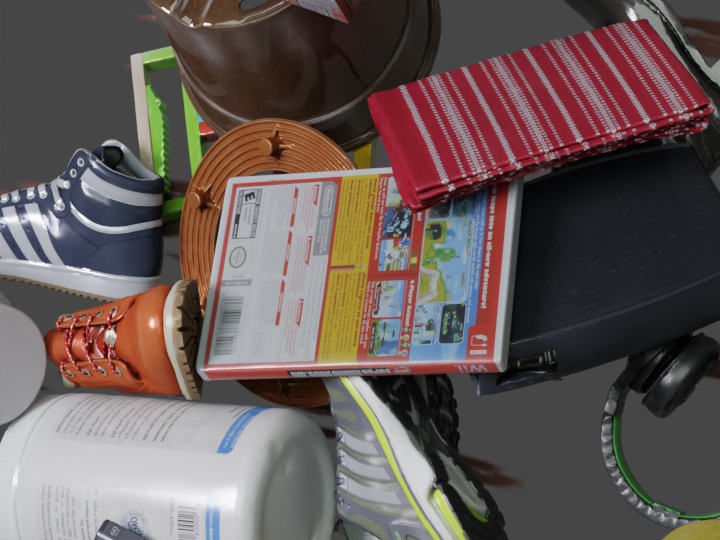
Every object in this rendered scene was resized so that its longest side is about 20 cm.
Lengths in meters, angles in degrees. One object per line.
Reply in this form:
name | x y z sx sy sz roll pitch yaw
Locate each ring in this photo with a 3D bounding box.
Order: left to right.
ring | -0.057 -0.003 1.333 0.200 0.019 0.201 10 106 39

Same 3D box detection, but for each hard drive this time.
hard drive | 0.146 -0.008 1.241 0.199 0.042 0.135 -18 57 -8

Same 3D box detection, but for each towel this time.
towel | 0.110 -0.102 1.248 0.199 0.023 0.145 -16 33 -3

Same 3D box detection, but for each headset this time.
headset | 0.236 0.073 1.286 0.123 0.094 0.201 21 97 18

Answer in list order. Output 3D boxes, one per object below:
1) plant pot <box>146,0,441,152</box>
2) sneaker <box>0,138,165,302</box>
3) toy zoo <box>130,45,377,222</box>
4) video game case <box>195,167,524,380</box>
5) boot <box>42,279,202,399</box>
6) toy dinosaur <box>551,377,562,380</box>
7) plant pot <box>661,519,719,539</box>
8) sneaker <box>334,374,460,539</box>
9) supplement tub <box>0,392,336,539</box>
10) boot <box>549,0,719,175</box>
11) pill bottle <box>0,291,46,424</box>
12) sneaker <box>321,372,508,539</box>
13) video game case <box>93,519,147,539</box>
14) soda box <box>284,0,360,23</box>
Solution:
plant pot | -0.060 -0.200 1.327 0.200 0.198 0.201 -4 74 12
sneaker | -0.232 -0.047 1.401 0.199 0.070 0.109 12 105 10
toy zoo | -0.066 -0.115 1.421 0.199 0.020 0.132 -10 73 11
video game case | 0.000 0.000 1.230 0.199 0.017 0.143 -3 61 19
boot | -0.156 0.051 1.292 0.107 0.200 0.075 1 79 -9
toy dinosaur | 0.056 -0.004 1.333 0.077 0.102 0.200 -38 60 20
plant pot | 0.223 0.239 1.189 0.199 0.200 0.142 8 54 16
sneaker | 0.022 0.141 1.309 0.079 0.074 0.201 2 77 19
supplement tub | -0.128 0.150 1.294 0.199 0.132 0.132 3 76 27
boot | 0.167 -0.098 1.335 0.200 0.069 0.174 42 88 17
pill bottle | -0.305 0.049 1.349 0.200 0.111 0.111 13 78 47
sneaker | 0.008 0.117 1.243 0.081 0.074 0.200 -40 71 21
video game case | -0.093 0.250 1.257 0.200 0.143 0.019 28 46 4
soda box | -0.085 -0.221 1.201 0.200 0.064 0.069 21 81 17
